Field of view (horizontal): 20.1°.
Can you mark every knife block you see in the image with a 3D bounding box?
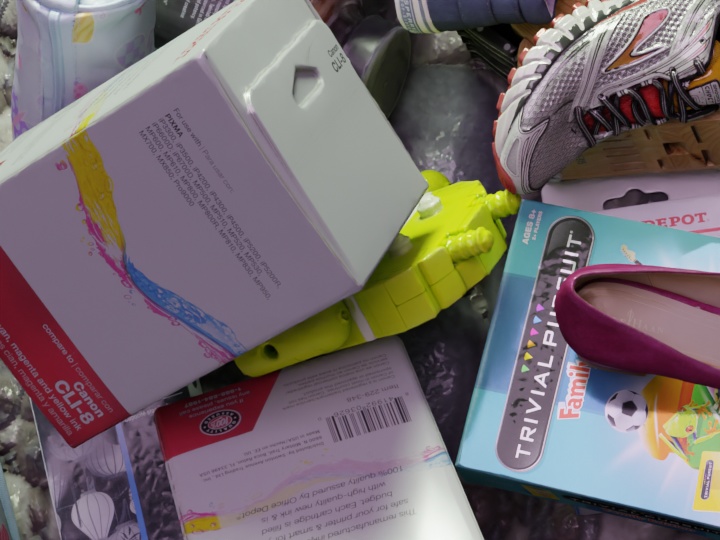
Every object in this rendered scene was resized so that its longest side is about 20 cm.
[{"bbox_3d":[0.147,-0.145,1.186,0.199,0.064,0.176,-3,68,20],"label":"knife block"}]

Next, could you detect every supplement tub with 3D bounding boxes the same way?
[{"bbox_3d":[-0.072,-0.146,1.227,0.199,0.107,0.107,23,80,19],"label":"supplement tub"}]

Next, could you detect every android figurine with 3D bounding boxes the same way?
[{"bbox_3d":[0.000,0.000,1.139,0.200,0.182,0.041,-18,109,36],"label":"android figurine"}]

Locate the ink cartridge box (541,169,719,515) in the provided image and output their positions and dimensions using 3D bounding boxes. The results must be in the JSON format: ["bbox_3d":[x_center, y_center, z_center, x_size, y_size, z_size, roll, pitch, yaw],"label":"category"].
[{"bbox_3d":[0.162,0.027,1.140,0.115,0.068,0.201,-8,72,9],"label":"ink cartridge box"}]

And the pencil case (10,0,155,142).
[{"bbox_3d":[-0.166,-0.099,1.188,0.083,0.200,0.091,27,42,19],"label":"pencil case"}]

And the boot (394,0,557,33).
[{"bbox_3d":[0.085,-0.220,1.176,0.090,0.073,0.201,2,62,21],"label":"boot"}]

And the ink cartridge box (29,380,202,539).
[{"bbox_3d":[-0.136,0.109,1.202,0.099,0.039,0.201,-20,70,7],"label":"ink cartridge box"}]

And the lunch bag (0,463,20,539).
[{"bbox_3d":[-0.287,0.118,1.164,0.127,0.170,0.201,-19,73,10],"label":"lunch bag"}]

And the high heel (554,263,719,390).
[{"bbox_3d":[0.196,0.026,0.996,0.199,0.096,0.068,8,75,13],"label":"high heel"}]

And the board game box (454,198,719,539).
[{"bbox_3d":[0.165,0.057,1.069,0.199,0.047,0.152,12,76,13],"label":"board game box"}]

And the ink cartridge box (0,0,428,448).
[{"bbox_3d":[-0.093,-0.034,1.060,0.200,0.145,0.145,-29,103,27],"label":"ink cartridge box"}]

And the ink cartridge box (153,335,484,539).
[{"bbox_3d":[-0.017,0.142,1.069,0.147,0.086,0.200,-15,41,-4],"label":"ink cartridge box"}]

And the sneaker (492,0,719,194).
[{"bbox_3d":[0.152,-0.111,1.087,0.200,0.078,0.082,-41,62,-2],"label":"sneaker"}]
